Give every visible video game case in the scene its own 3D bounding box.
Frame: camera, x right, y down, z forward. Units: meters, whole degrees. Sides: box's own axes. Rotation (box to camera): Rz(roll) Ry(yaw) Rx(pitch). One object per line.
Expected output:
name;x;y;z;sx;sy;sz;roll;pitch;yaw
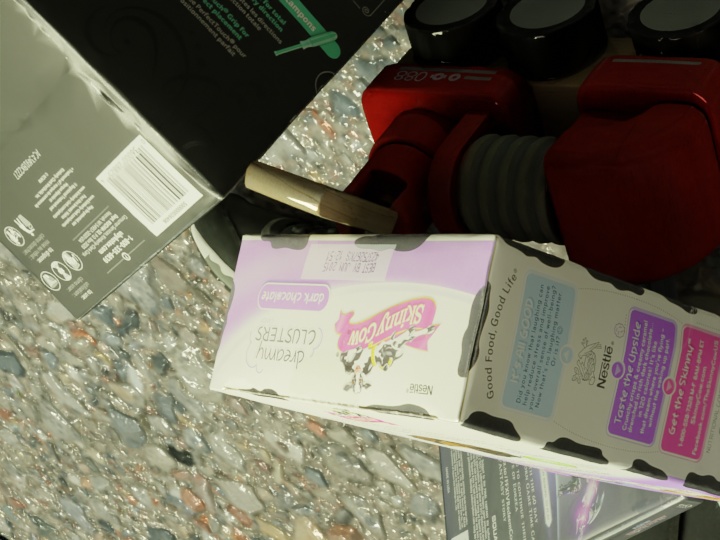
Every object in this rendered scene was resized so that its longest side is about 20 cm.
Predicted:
video game case;0.098;0.078;0.888;0.019;0.143;0.200;11;151;-27

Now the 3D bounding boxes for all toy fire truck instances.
toy fire truck;0.058;-0.044;0.736;0.176;0.200;0.129;8;133;34

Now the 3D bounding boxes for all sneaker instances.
sneaker;0.000;0.000;0.952;0.200;0.076;0.088;37;111;19

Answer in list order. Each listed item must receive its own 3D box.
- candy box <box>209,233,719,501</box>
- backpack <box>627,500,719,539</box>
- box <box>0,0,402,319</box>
candy box;0.067;0.042;0.728;0.200;0.072;0.168;18;171;-36
backpack;0.157;0.186;0.909;0.177;0.150;0.201;-8;83;48
box;-0.083;-0.104;0.790;0.124;0.200;0.148;45;141;-9
